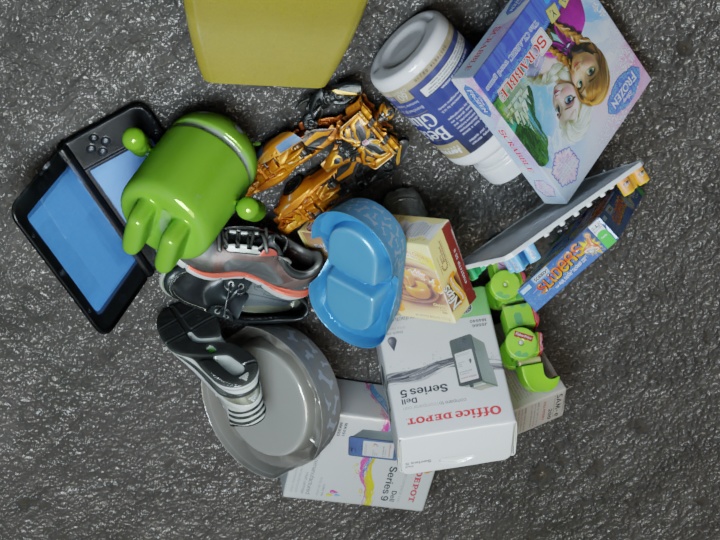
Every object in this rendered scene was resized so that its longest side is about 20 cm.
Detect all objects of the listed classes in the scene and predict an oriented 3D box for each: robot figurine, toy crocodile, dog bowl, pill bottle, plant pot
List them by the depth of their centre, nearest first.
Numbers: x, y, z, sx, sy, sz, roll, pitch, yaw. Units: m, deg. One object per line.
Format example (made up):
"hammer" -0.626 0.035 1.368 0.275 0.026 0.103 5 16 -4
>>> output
"plant pot" -0.095 -0.303 1.452 0.198 0.201 0.178 1 132 -9
"robot figurine" -0.191 -0.095 1.554 0.174 0.201 0.116 29 145 3
"pill bottle" 0.114 -0.192 1.586 0.111 0.111 0.200 -41 118 16
"dog bowl" 0.000 0.000 1.599 0.111 0.050 0.201 27 140 22
"robot figurine" -0.040 -0.130 1.625 0.199 0.058 0.145 -34 121 20
"toy crocodile" 0.194 0.056 1.715 0.061 0.202 0.068 -12 163 -7
"dog bowl" -0.109 0.158 1.737 0.199 0.058 0.202 13 112 35

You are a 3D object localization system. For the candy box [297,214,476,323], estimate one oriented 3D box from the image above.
"candy box" 0.030 -0.008 1.651 0.199 0.055 0.116 8 132 39

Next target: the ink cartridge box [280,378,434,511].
"ink cartridge box" 0.002 0.229 1.839 0.198 0.088 0.147 8 119 -15

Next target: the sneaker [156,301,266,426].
"sneaker" -0.182 0.126 1.697 0.075 0.200 0.116 -29 132 -21

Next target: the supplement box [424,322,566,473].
"supplement box" 0.145 0.156 1.758 0.198 0.127 0.074 -21 146 -11

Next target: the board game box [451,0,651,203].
"board game box" 0.220 -0.216 1.565 0.200 0.041 0.201 47 68 -29

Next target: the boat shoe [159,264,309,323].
"boat shoe" -0.146 0.031 1.678 0.198 0.066 0.075 15 115 -37

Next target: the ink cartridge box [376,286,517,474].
"ink cartridge box" 0.100 0.131 1.680 0.144 0.201 0.084 -8 143 -3

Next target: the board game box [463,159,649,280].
"board game box" 0.217 -0.052 1.606 0.199 0.200 0.026 -35 95 -15

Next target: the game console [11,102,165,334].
"game console" -0.276 -0.059 1.609 0.175 0.117 0.201 -26 121 8

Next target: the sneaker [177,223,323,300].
"sneaker" -0.132 -0.031 1.628 0.198 0.078 0.082 15 145 -24

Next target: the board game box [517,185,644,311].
"board game box" 0.265 -0.035 1.646 0.034 0.200 0.135 46 116 1

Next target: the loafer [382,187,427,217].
"loafer" 0.068 -0.006 1.713 0.069 0.070 0.201 -17 125 3
